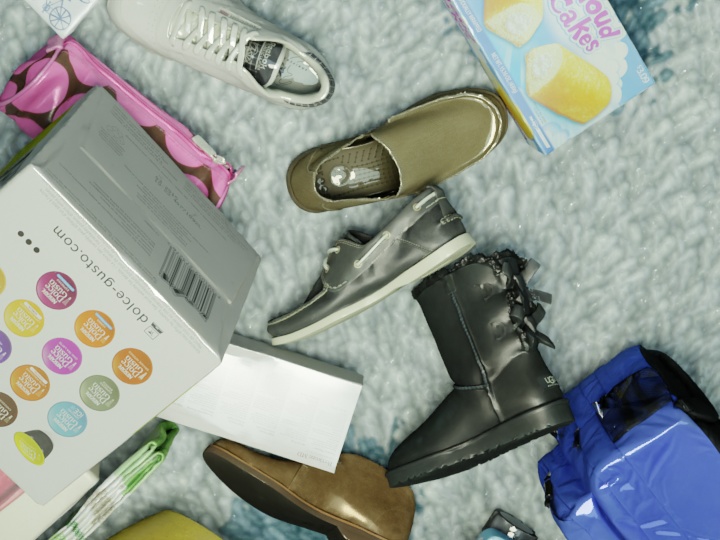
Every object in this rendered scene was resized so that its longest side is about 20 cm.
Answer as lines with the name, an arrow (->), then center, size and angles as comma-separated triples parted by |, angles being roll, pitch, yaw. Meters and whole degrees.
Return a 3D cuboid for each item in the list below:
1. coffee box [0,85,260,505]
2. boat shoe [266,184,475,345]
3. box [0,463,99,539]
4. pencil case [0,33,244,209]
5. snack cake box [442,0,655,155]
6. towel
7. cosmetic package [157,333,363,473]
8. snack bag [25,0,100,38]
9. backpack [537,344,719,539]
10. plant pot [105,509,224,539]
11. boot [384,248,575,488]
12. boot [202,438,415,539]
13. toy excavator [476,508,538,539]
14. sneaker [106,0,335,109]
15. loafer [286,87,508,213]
coffee box -> -0.224, 0.015, 1.374 | 0.198, 0.200, 0.200 | -38, 105, 19
boat shoe -> 0.000, 0.000, 1.525 | 0.200, 0.072, 0.068 | -32, 87, 18
box -> -0.320, 0.121, 1.478 | 0.109, 0.128, 0.200 | -42, 105, 2
pencil case -> -0.196, -0.109, 1.471 | 0.200, 0.091, 0.094 | 37, 127, -15
snack cake box -> 0.146, -0.213, 1.508 | 0.115, 0.067, 0.200 | -33, 105, 0
towel -> -0.235, 0.203, 1.501 | 0.200, 0.149, 0.031 | -45, 95, 1
cosmetic package -> -0.104, 0.101, 1.533 | 0.199, 0.051, 0.083 | 18, 97, -2
snack bag -> -0.229, -0.318, 1.429 | 0.200, 0.021, 0.189 | -43, 89, 2
backpack -> 0.238, 0.163, 1.537 | 0.167, 0.200, 0.163 | -31, 109, 9
plant pot -> -0.166, 0.290, 1.524 | 0.200, 0.200, 0.142 | 40, 69, -14
boot -> 0.085, 0.084, 1.544 | 0.198, 0.073, 0.163 | -28, 74, 30
boot -> -0.043, 0.187, 1.578 | 0.199, 0.074, 0.076 | 28, 69, -11
toy excavator -> 0.124, 0.283, 1.543 | 0.194, 0.200, 0.100 | 31, 95, -14
sneaker -> -0.112, -0.190, 1.469 | 0.199, 0.081, 0.077 | 21, 100, -11
loafer -> 0.036, -0.095, 1.517 | 0.199, 0.067, 0.076 | -24, 105, -3
